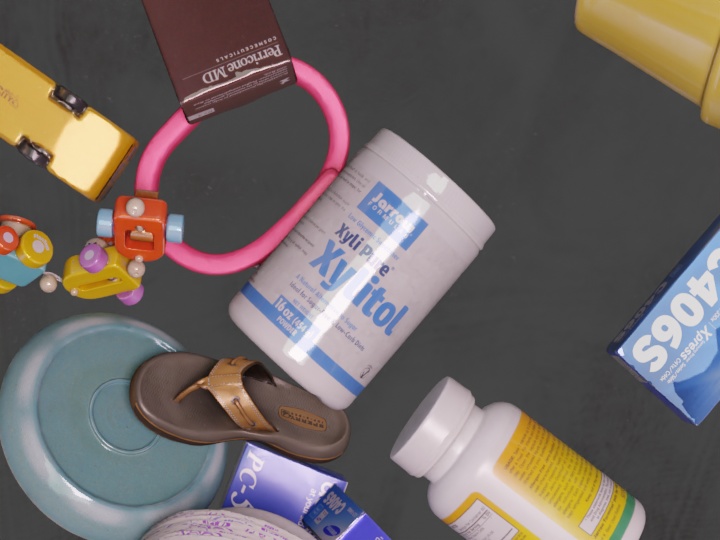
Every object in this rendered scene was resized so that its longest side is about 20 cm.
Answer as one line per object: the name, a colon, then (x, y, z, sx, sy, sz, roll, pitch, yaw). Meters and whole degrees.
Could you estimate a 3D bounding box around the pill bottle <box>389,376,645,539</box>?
pill bottle: (0.126, 0.181, 1.464, 0.199, 0.113, 0.113, 37, 89, -3)

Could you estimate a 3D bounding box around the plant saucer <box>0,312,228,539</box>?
plant saucer: (-0.193, 0.121, 1.432, 0.198, 0.027, 0.202, 15, 58, -25)

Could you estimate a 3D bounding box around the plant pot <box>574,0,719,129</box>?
plant pot: (0.281, -0.225, 1.435, 0.187, 0.201, 0.203, 21, 90, 12)

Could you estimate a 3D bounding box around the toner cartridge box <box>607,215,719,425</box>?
toner cartridge box: (0.309, 0.023, 1.498, 0.095, 0.043, 0.200, 40, 89, -4)

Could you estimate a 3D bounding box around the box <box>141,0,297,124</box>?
box: (-0.133, -0.233, 1.449, 0.099, 0.075, 0.202, -22, 83, -2)

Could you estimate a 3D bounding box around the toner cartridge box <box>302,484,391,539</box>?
toner cartridge box: (0.041, 0.267, 1.448, 0.043, 0.095, 0.200, -44, 105, -8)

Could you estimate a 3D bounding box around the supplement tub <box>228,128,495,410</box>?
supplement tub: (0.000, 0.000, 1.446, 0.132, 0.132, 0.200, 40, 89, -3)

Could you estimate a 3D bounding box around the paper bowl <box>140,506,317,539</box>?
paper bowl: (-0.090, 0.266, 1.386, 0.198, 0.105, 0.202, 11, 129, 14)

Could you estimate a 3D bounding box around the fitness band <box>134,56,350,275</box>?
fitness band: (-0.098, -0.089, 1.489, 0.200, 0.037, 0.144, -45, 90, -2)

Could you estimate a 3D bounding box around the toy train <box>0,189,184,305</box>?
toy train: (-0.237, -0.033, 1.439, 0.197, 0.151, 0.056, 3, 58, 1)

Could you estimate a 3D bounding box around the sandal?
sandal: (-0.091, 0.107, 1.446, 0.198, 0.055, 0.082, 18, 50, -20)

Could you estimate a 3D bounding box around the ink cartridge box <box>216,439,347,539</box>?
ink cartridge box: (-0.090, 0.251, 1.488, 0.093, 0.044, 0.202, 22, 89, -5)

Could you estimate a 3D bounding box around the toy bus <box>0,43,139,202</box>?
toy bus: (-0.280, -0.139, 1.456, 0.199, 0.078, 0.065, 35, 90, -3)
